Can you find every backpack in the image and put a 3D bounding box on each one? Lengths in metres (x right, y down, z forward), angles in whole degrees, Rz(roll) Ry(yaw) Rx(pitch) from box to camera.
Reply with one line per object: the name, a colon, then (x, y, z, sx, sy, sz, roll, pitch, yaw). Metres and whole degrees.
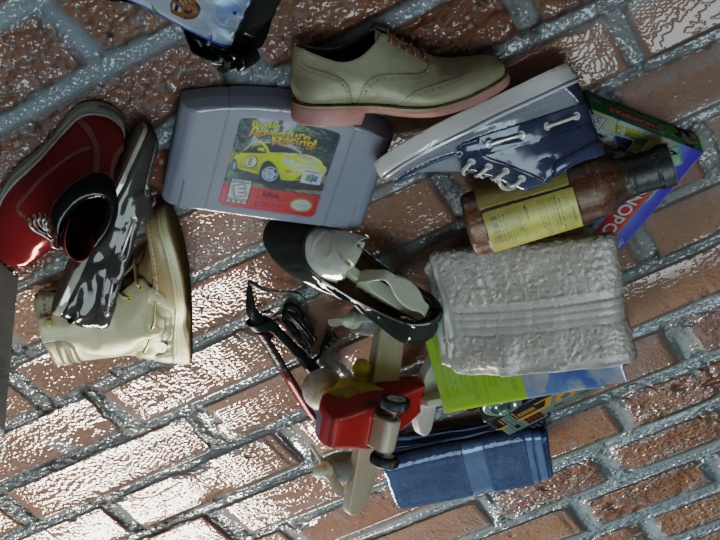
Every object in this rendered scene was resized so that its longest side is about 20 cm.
backpack: (-0.138, -0.265, 0.983, 0.189, 0.201, 0.155, 13, 128, -11)

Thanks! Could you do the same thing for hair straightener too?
hair straightener: (-0.065, 0.074, 1.445, 0.077, 0.041, 0.201, -33, 128, -5)

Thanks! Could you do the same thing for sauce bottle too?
sauce bottle: (0.194, -0.069, 1.264, 0.198, 0.066, 0.066, -14, 135, 10)

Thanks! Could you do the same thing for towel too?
towel: (0.127, 0.224, 1.605, 0.198, 0.049, 0.112, -12, 135, 3)
towel: (0.164, 0.034, 1.331, 0.198, 0.034, 0.134, -7, 103, 23)

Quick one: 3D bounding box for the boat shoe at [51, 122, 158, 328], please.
boat shoe: (-0.222, -0.038, 1.250, 0.057, 0.067, 0.201, 22, 104, -23)

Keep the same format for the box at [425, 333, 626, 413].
box: (0.166, 0.069, 1.384, 0.198, 0.048, 0.123, -12, 100, 24)

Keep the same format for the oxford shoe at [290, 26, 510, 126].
oxford shoe: (0.036, -0.174, 1.178, 0.198, 0.071, 0.075, -10, 114, -13)

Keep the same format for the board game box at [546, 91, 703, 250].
board game box: (0.222, -0.074, 1.330, 0.133, 0.029, 0.201, 17, 131, -21)

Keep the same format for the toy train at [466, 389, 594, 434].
toy train: (0.205, 0.107, 1.480, 0.199, 0.086, 0.114, -30, 144, 19)

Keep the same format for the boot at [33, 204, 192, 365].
boot: (-0.245, 0.020, 1.335, 0.154, 0.073, 0.201, -2, 138, -4)

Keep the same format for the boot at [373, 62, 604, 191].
boot: (0.116, -0.103, 1.219, 0.199, 0.073, 0.091, -25, 91, 8)

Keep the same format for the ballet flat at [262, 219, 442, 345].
ballet flat: (0.000, 0.000, 1.320, 0.199, 0.068, 0.068, 31, 154, -13)

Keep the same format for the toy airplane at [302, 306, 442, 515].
toy airplane: (0.009, 0.133, 1.429, 0.140, 0.201, 0.200, 14, 150, 20)

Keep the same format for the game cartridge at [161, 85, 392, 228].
game cartridge: (-0.076, -0.106, 1.254, 0.198, 0.041, 0.134, 7, 130, -14)

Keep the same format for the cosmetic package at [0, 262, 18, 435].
cosmetic package: (-0.424, 0.043, 1.237, 0.122, 0.201, 0.200, -26, 133, 15)

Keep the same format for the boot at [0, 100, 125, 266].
boot: (-0.278, -0.039, 1.216, 0.072, 0.145, 0.200, 23, 129, -29)
